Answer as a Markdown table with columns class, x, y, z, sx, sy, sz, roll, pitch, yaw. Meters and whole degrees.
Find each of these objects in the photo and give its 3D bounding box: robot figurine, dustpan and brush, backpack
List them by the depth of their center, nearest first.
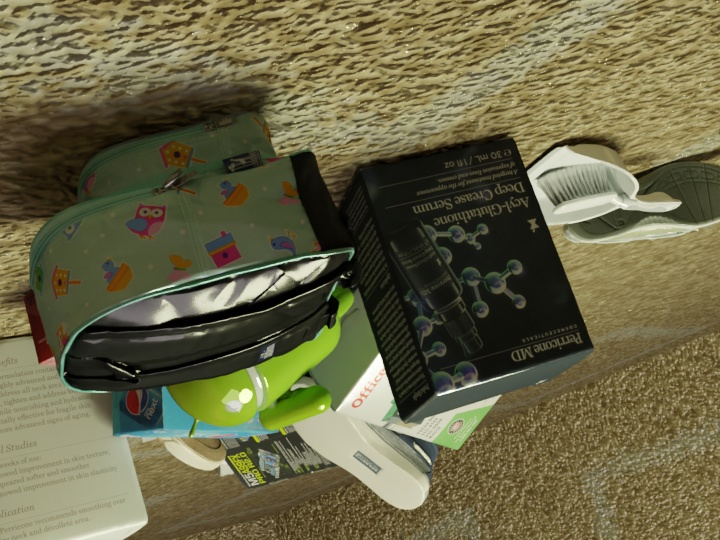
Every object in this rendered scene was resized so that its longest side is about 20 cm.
| class | x | y | z | sx | sy | sz | roll | pitch | yaw |
| --- | --- | --- | --- | --- | --- | --- | --- | --- | --- |
| backpack | -0.122 | -0.004 | 0.694 | 0.198 | 0.154 | 0.176 | -23 | 165 | -22 |
| robot figurine | -0.099 | 0.060 | 0.941 | 0.199 | 0.177 | 0.115 | -38 | -162 | -31 |
| dustpan and brush | 0.246 | -0.078 | 1.044 | 0.198 | 0.058 | 0.140 | -9 | 162 | -31 |

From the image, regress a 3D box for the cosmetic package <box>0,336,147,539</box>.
| class | x | y | z | sx | sy | sz | roll | pitch | yaw |
| --- | --- | --- | --- | --- | --- | --- | --- | --- | --- |
| cosmetic package | -0.331 | 0.186 | 1.000 | 0.166 | 0.202 | 0.166 | -6 | 160 | -37 |

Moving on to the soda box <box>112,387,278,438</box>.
| class | x | y | z | sx | sy | sz | roll | pitch | yaw |
| --- | --- | --- | --- | --- | --- | --- | --- | --- | --- |
| soda box | -0.163 | 0.133 | 1.047 | 0.063 | 0.069 | 0.199 | -11 | 167 | 25 |

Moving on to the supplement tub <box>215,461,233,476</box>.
| class | x | y | z | sx | sy | sz | roll | pitch | yaw |
| --- | --- | --- | --- | --- | --- | --- | --- | --- | --- |
| supplement tub | -0.106 | 0.182 | 1.359 | 0.198 | 0.142 | 0.141 | -14 | 164 | -16 |

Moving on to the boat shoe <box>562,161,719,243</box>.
| class | x | y | z | sx | sy | sz | roll | pitch | yaw |
| --- | --- | --- | --- | --- | --- | --- | --- | --- | --- |
| boat shoe | 0.326 | -0.070 | 1.155 | 0.199 | 0.075 | 0.065 | -15 | 170 | -1 |

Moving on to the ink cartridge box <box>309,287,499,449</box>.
| class | x | y | z | sx | sy | sz | roll | pitch | yaw |
| --- | --- | --- | --- | --- | --- | --- | --- | --- | --- |
| ink cartridge box | 0.063 | 0.098 | 1.120 | 0.199 | 0.084 | 0.147 | 22 | 111 | -39 |

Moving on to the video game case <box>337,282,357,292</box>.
| class | x | y | z | sx | sy | sz | roll | pitch | yaw |
| --- | --- | --- | --- | --- | --- | --- | --- | --- | --- |
| video game case | 0.000 | 0.000 | 1.103 | 0.198 | 0.019 | 0.143 | -20 | 164 | 7 |

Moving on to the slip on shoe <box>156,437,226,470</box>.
| class | x | y | z | sx | sy | sz | roll | pitch | yaw |
| --- | --- | --- | --- | --- | --- | --- | --- | --- | --- |
| slip on shoe | -0.206 | 0.146 | 1.136 | 0.060 | 0.076 | 0.200 | -39 | 119 | 5 |

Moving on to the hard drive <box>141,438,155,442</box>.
| class | x | y | z | sx | sy | sz | roll | pitch | yaw |
| --- | --- | --- | --- | --- | --- | --- | --- | --- | --- |
| hard drive | -0.222 | 0.197 | 1.488 | 0.198 | 0.026 | 0.132 | -15 | 164 | -14 |

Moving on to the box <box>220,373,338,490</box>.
| class | x | y | z | sx | sy | sz | roll | pitch | yaw |
| --- | --- | --- | --- | --- | --- | --- | --- | --- | --- |
| box | -0.110 | 0.159 | 1.203 | 0.159 | 0.044 | 0.201 | -18 | 121 | 21 |

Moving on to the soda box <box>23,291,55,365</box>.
| class | x | y | z | sx | sy | sz | roll | pitch | yaw |
| --- | --- | --- | --- | --- | --- | --- | --- | --- | --- |
| soda box | -0.181 | 0.016 | 0.861 | 0.198 | 0.064 | 0.070 | -26 | 163 | 20 |

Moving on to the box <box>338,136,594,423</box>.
| class | x | y | z | sx | sy | sz | roll | pitch | yaw |
| --- | --- | --- | --- | --- | --- | --- | --- | --- | --- |
| box | 0.083 | 0.008 | 0.886 | 0.147 | 0.202 | 0.107 | -14 | 164 | -18 |

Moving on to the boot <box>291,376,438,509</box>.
| class | x | y | z | sx | sy | sz | roll | pitch | yaw |
| --- | --- | --- | --- | --- | --- | --- | --- | --- | --- |
| boot | 0.002 | 0.175 | 1.160 | 0.073 | 0.200 | 0.091 | -40 | -168 | 31 |
